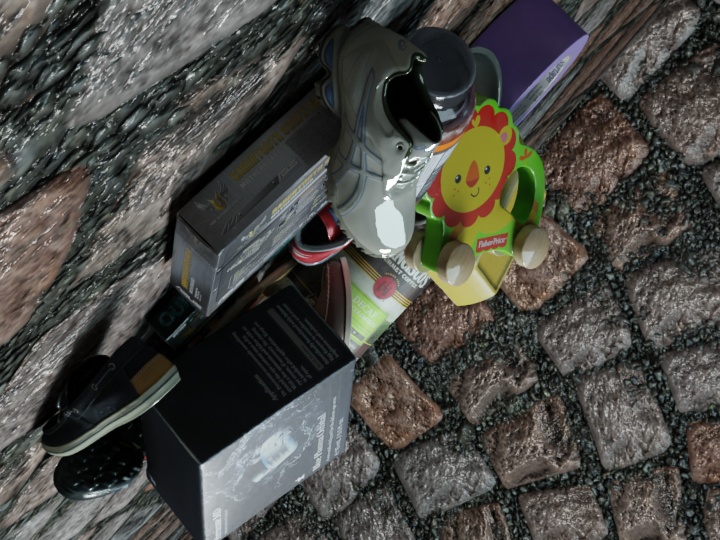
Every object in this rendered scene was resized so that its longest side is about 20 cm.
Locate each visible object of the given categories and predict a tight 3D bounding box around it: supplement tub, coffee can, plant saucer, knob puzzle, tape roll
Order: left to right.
[{"bbox_3d":[-0.166,0.072,1.544,0.220,0.030,0.220,-47,179,-1],"label":"knob puzzle"},{"bbox_3d":[0.000,0.000,1.688,0.200,0.146,0.146,-46,174,5],"label":"coffee can"},{"bbox_3d":[0.041,-0.139,1.284,0.107,0.107,0.200,-42,172,-28],"label":"supplement tub"},{"bbox_3d":[0.160,-0.058,1.657,0.202,0.048,0.200,-62,159,-5],"label":"plant saucer"},{"bbox_3d":[0.176,-0.235,1.682,0.200,0.085,0.200,-46,175,-6],"label":"tape roll"}]

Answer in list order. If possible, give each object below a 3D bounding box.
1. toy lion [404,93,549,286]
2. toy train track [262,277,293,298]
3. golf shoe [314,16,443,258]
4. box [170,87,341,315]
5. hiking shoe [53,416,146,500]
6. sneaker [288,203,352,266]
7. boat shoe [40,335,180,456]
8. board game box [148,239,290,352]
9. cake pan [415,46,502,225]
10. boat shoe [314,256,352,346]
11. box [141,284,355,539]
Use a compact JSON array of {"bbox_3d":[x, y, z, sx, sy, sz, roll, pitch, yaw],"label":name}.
[{"bbox_3d":[0.126,-0.091,1.486,0.198,0.068,0.195,-11,115,-42],"label":"toy lion"},{"bbox_3d":[-0.134,0.077,1.509,0.201,0.032,0.114,-55,167,32],"label":"toy train track"},{"bbox_3d":[0.023,-0.090,1.080,0.078,0.097,0.202,-33,128,-31],"label":"golf shoe"},{"bbox_3d":[-0.072,-0.066,1.172,0.200,0.048,0.159,-45,172,-20],"label":"box"},{"bbox_3d":[-0.276,0.214,1.514,0.087,0.074,0.200,-49,173,20],"label":"hiking shoe"},{"bbox_3d":[0.000,-0.082,1.521,0.200,0.071,0.112,-44,177,-2],"label":"sneaker"},{"bbox_3d":[-0.231,0.109,1.236,0.199,0.062,0.075,-31,-168,47],"label":"boat shoe"},{"bbox_3d":[-0.123,-0.004,1.372,0.200,0.028,0.135,-46,176,-8],"label":"board game box"},{"bbox_3d":[0.082,-0.148,1.490,0.200,0.036,0.202,-42,147,-35],"label":"cake pan"},{"bbox_3d":[-0.041,0.085,1.591,0.072,0.059,0.203,-107,-161,-75],"label":"boat shoe"},{"bbox_3d":[-0.117,0.154,1.453,0.199,0.118,0.198,-32,153,-24],"label":"box"}]
